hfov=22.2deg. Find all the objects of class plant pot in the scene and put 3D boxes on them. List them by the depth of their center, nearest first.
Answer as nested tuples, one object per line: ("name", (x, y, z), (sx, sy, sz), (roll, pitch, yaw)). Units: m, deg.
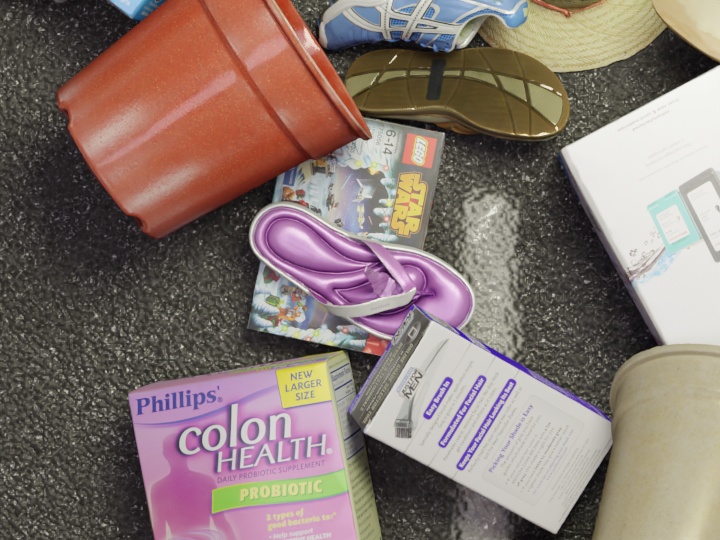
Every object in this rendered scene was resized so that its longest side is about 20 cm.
("plant pot", (0.261, 0.190, 1.416), (0.200, 0.200, 0.184), (25, 56, 4))
("plant pot", (-0.126, -0.138, 1.485), (0.195, 0.201, 0.201), (-33, 89, 5))

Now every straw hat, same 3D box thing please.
("straw hat", (0.177, -0.263, 1.535), (0.201, 0.085, 0.201), (0, 93, 6))

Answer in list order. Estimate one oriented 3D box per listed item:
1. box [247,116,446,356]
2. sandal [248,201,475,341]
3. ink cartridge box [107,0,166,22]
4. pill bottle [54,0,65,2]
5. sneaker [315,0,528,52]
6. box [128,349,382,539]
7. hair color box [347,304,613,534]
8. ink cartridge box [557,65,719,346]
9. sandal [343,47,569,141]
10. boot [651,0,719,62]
("box", (-0.012, -0.034, 1.586), (0.137, 0.040, 0.200), (11, 93, 4))
("sandal", (-0.003, 0.007, 1.541), (0.203, 0.050, 0.083), (21, 95, 2))
("ink cartridge box", (-0.147, -0.306, 1.537), (0.084, 0.145, 0.200), (39, 96, 3))
("pill bottle", (-0.318, -0.314, 1.572), (0.200, 0.111, 0.111), (36, 95, 3))
("sneaker", (0.049, -0.214, 1.533), (0.200, 0.076, 0.077), (-16, 96, 33))
("box", (-0.085, 0.182, 1.566), (0.176, 0.097, 0.200), (-10, 91, 11))
("hair color box", (0.104, 0.125, 1.536), (0.200, 0.065, 0.109), (30, 95, -20))
("ink cartridge box", (0.271, -0.042, 1.504), (0.146, 0.147, 0.200), (-28, 90, 5))
("sandal", (0.084, -0.146, 1.566), (0.200, 0.054, 0.080), (7, 69, 21))
("boot", (0.333, -0.180, 1.482), (0.201, 0.144, 0.071), (26, 94, 15))
